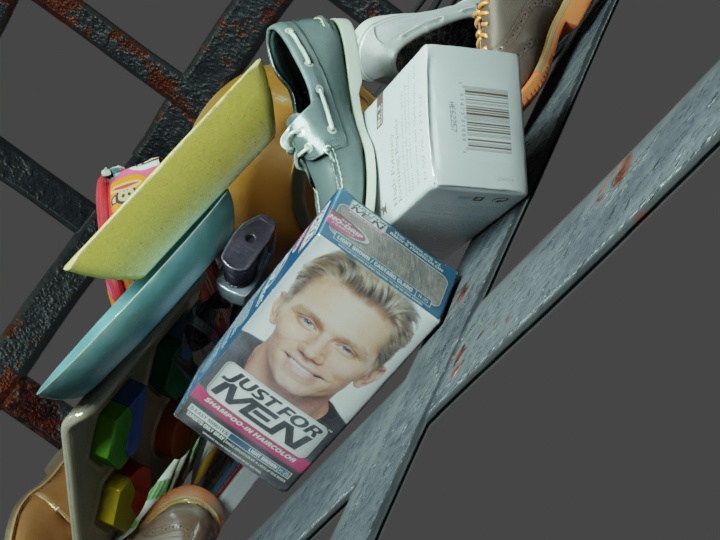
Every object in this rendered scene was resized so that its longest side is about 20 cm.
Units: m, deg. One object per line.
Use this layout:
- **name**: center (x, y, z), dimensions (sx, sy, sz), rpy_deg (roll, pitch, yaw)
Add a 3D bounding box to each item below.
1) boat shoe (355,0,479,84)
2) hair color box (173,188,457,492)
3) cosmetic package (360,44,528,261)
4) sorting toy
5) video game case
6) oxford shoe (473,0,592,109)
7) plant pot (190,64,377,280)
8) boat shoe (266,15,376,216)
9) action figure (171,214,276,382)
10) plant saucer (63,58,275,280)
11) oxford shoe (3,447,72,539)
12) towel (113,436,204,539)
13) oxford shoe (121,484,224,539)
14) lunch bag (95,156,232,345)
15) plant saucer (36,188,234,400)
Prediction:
- **boat shoe**: center (0.087, -0.182, 1.403), dimensions (0.068, 0.198, 0.073), rpy_deg (26, 118, 51)
- **hair color box**: center (-0.033, 0.051, 1.201), dimensions (0.200, 0.100, 0.061), rpy_deg (-50, 9, 35)
- **cosmetic package**: center (0.043, -0.070, 1.223), dimensions (0.200, 0.073, 0.103), rpy_deg (139, 132, -63)
- **sorting toy**: center (-0.167, 0.121, 1.384), dimensions (0.185, 0.036, 0.201), rpy_deg (-53, -20, -42)
- **video game case**: center (-0.100, 0.137, 1.500), dimensions (0.143, 0.017, 0.200), rpy_deg (-53, 14, 18)
- **oxford shoe**: center (0.107, -0.166, 1.335), dimensions (0.201, 0.073, 0.071), rpy_deg (-59, 8, -28)
- **plant pot**: center (-0.034, -0.075, 1.542), dimensions (0.201, 0.200, 0.183), rpy_deg (-55, 23, -7)
- **boat shoe**: center (-0.031, -0.090, 1.243), dimensions (0.073, 0.061, 0.202), rpy_deg (127, 143, -55)
- **action figure**: center (-0.072, 0.050, 1.305), dimensions (0.070, 0.129, 0.201), rpy_deg (-56, -9, -42)
- **plant saucer**: center (-0.129, -0.066, 1.324), dimensions (0.200, 0.048, 0.200), rpy_deg (-48, 7, 0)
- **oxford shoe**: center (-0.234, 0.204, 1.448), dimensions (0.071, 0.072, 0.201), rpy_deg (-10, 30, 20)
- **towel**: center (-0.212, 0.195, 1.540), dimensions (0.151, 0.023, 0.201), rpy_deg (-15, 35, 25)
- **oxford shoe**: center (-0.183, 0.254, 1.402), dimensions (0.200, 0.071, 0.073), rpy_deg (-52, 12, 23)
- **lunch bag**: center (-0.160, 0.004, 1.516), dimensions (0.081, 0.201, 0.177), rpy_deg (-17, 47, 4)
- **plant saucer**: center (-0.155, 0.023, 1.283), dimensions (0.200, 0.027, 0.200), rpy_deg (-47, 7, 7)
